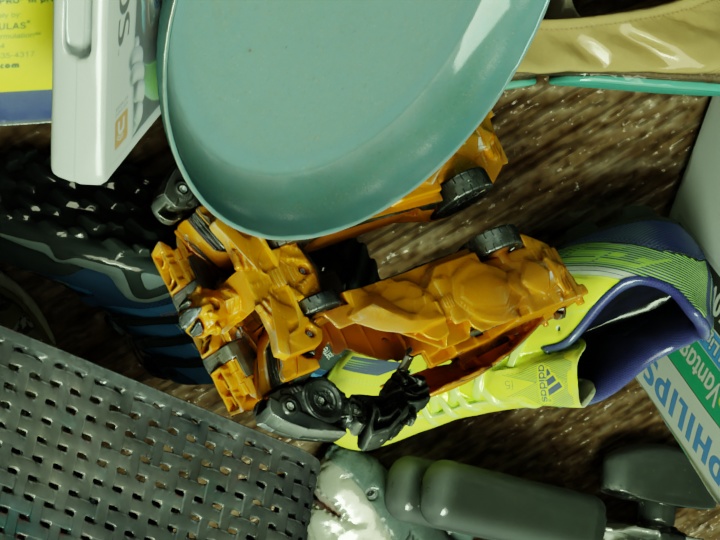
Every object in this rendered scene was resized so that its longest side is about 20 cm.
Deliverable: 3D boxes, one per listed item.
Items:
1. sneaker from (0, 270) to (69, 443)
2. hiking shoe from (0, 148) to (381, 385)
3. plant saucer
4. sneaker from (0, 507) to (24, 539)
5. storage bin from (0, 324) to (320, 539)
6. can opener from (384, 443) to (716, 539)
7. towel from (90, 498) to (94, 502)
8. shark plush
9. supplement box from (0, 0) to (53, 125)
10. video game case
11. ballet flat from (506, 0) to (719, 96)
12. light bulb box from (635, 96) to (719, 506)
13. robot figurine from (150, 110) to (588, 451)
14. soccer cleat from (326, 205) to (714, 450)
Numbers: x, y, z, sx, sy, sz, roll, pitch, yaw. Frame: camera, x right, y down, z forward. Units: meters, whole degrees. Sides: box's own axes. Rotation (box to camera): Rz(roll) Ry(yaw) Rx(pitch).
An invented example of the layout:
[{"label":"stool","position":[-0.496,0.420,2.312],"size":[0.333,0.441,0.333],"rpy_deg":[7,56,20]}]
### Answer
[{"label":"sneaker","position":[-0.186,0.024,0.841],"size":[0.077,0.089,0.200],"rpy_deg":[-35,128,4]},{"label":"hiking shoe","position":[-0.086,0.013,0.881],"size":[0.199,0.075,0.087],"rpy_deg":[17,121,-26]},{"label":"plant saucer","position":[0.000,-0.105,0.740],"size":[0.199,0.027,0.201],"rpy_deg":[-30,138,-31]},{"label":"sneaker","position":[-0.128,0.155,0.946],"size":[0.082,0.078,0.200],"rpy_deg":[-46,132,-13]},{"label":"storage bin","position":[-0.130,0.097,0.801],"size":[0.199,0.094,0.135],"rpy_deg":[25,155,-36]},{"label":"can opener","position":[0.098,0.114,1.030],"size":[0.199,0.052,0.067],"rpy_deg":[11,81,-38]},{"label":"towel","position":[-0.224,0.175,0.971],"size":[0.198,0.024,0.148],"rpy_deg":[-5,125,-18]},{"label":"shark plush","position":[0.053,0.152,1.036],"size":[0.199,0.091,0.084],"rpy_deg":[20,83,-24]},{"label":"supplement box","position":[-0.144,-0.163,0.717],"size":[0.109,0.109,0.201],"rpy_deg":[-5,124,-17]},{"label":"video game case","position":[-0.059,-0.154,0.713],"size":[0.023,0.200,0.183],"rpy_deg":[13,123,10]},{"label":"ballet flat","position":[0.075,-0.105,0.881],"size":[0.198,0.069,0.064],"rpy_deg":[-3,96,-22]},{"label":"light bulb box","position":[0.257,-0.002,0.968],"size":[0.197,0.125,0.201],"rpy_deg":[3,123,-23]},{"label":"robot figurine","position":[0.000,0.000,0.841],"size":[0.199,0.146,0.058],"rpy_deg":[-17,165,-41]},{"label":"soccer cleat","position":[0.069,0.039,0.943],"size":[0.199,0.084,0.065],"rpy_deg":[-25,131,11]}]
